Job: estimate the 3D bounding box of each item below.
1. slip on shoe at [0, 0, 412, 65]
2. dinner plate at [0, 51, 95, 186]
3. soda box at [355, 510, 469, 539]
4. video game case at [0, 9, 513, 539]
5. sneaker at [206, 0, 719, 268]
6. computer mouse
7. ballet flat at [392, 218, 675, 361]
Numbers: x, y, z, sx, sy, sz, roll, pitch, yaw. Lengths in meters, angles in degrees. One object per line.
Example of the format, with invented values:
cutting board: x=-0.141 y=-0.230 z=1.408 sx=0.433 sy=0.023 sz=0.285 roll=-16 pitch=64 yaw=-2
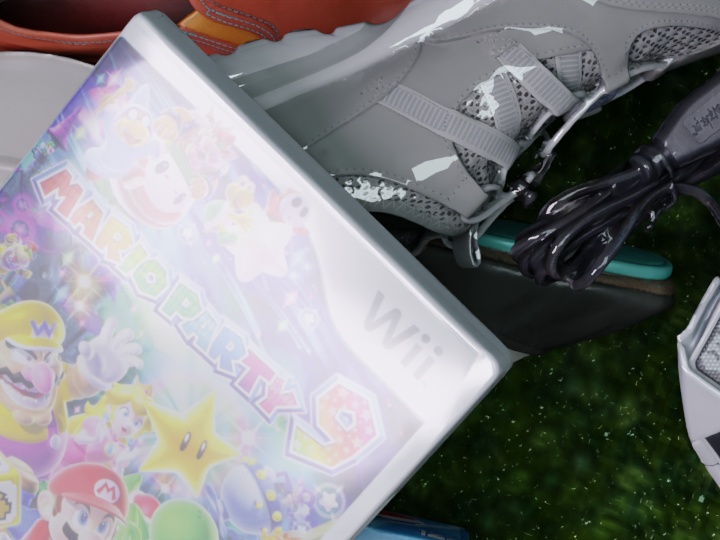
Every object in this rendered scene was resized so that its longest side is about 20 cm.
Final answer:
slip on shoe: x=-0.041 y=-0.099 z=0.797 sx=0.198 sy=0.061 sz=0.075 roll=-2 pitch=88 yaw=0
dinner plate: x=-0.115 y=0.031 z=0.784 sx=0.199 sy=0.024 sz=0.202 roll=0 pitch=91 yaw=22
soda box: x=-0.017 y=0.176 z=0.793 sx=0.067 sy=0.064 sz=0.201 roll=12 pitch=89 yaw=2
video game case: x=-0.070 y=0.047 z=0.717 sx=0.143 sy=0.018 sz=0.200 roll=44 pitch=110 yaw=8
sneaker: x=0.031 y=-0.041 z=0.744 sx=0.199 sy=0.075 sz=0.082 roll=-20 pitch=78 yaw=-5
computer mouse: x=0.121 y=0.024 z=0.764 sx=0.110 sy=0.044 sz=0.200 roll=-45 pitch=128 yaw=-19
ballet flat: x=0.000 y=0.000 z=0.797 sx=0.199 sy=0.068 sz=0.069 roll=18 pitch=100 yaw=12
